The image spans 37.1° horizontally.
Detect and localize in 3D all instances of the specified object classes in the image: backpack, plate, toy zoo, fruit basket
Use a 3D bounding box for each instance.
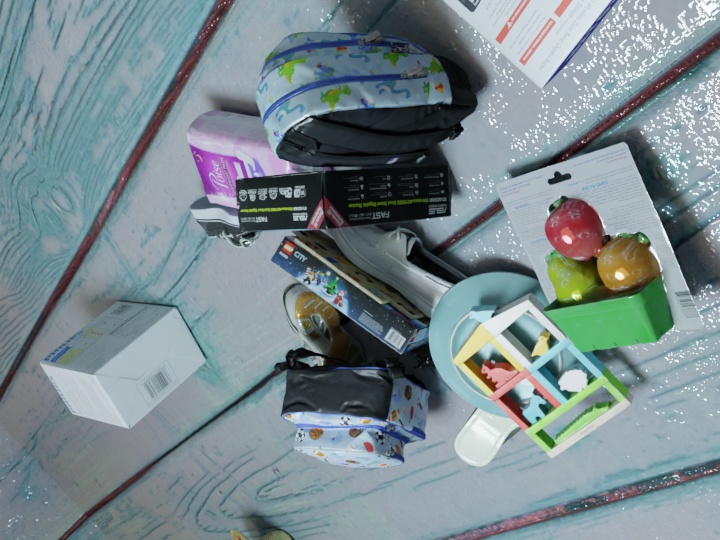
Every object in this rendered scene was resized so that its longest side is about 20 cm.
[{"bbox_3d":[0.005,0.195,1.474,0.199,0.155,0.190,3,171,33],"label":"backpack"},{"bbox_3d":[0.173,0.096,1.270,0.199,0.026,0.201,9,118,18],"label":"plate"},{"bbox_3d":[-0.010,-0.171,1.103,0.163,0.199,0.154,-30,84,57],"label":"backpack"},{"bbox_3d":[0.199,0.113,1.241,0.200,0.020,0.131,44,123,-3],"label":"toy zoo"},{"bbox_3d":[0.245,-0.021,1.103,0.185,0.094,0.201,-17,97,53],"label":"fruit basket"}]

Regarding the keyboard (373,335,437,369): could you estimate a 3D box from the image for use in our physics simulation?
[{"bbox_3d":[0.100,0.087,1.416,0.199,0.040,0.105,18,115,37],"label":"keyboard"}]

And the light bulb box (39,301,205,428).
[{"bbox_3d":[-0.423,0.162,1.908,0.199,0.198,0.125,3,126,47],"label":"light bulb box"}]

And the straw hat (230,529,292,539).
[{"bbox_3d":[-0.174,0.575,2.175,0.201,0.085,0.201,43,154,27],"label":"straw hat"}]

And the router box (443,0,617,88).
[{"bbox_3d":[0.150,-0.286,0.939,0.179,0.049,0.200,43,147,4],"label":"router box"}]

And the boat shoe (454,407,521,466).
[{"bbox_3d":[0.190,0.168,1.356,0.072,0.060,0.202,40,127,6],"label":"boat shoe"}]

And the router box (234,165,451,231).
[{"bbox_3d":[-0.018,-0.081,1.205,0.149,0.199,0.062,2,97,47],"label":"router box"}]

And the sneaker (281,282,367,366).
[{"bbox_3d":[-0.054,0.098,1.567,0.088,0.075,0.201,35,152,54],"label":"sneaker"}]

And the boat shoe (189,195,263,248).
[{"bbox_3d":[-0.167,-0.066,1.496,0.199,0.074,0.068,2,123,47],"label":"boat shoe"}]

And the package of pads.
[{"bbox_3d":[-0.126,-0.135,1.379,0.199,0.076,0.121,15,133,38],"label":"package of pads"}]

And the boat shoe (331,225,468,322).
[{"bbox_3d":[0.053,-0.015,1.321,0.200,0.072,0.069,41,127,19],"label":"boat shoe"}]

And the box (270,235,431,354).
[{"bbox_3d":[-0.002,0.026,1.338,0.200,0.137,0.038,35,102,13],"label":"box"}]

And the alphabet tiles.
[{"bbox_3d":[0.000,0.000,1.338,0.200,0.166,0.006,36,102,16],"label":"alphabet tiles"}]
